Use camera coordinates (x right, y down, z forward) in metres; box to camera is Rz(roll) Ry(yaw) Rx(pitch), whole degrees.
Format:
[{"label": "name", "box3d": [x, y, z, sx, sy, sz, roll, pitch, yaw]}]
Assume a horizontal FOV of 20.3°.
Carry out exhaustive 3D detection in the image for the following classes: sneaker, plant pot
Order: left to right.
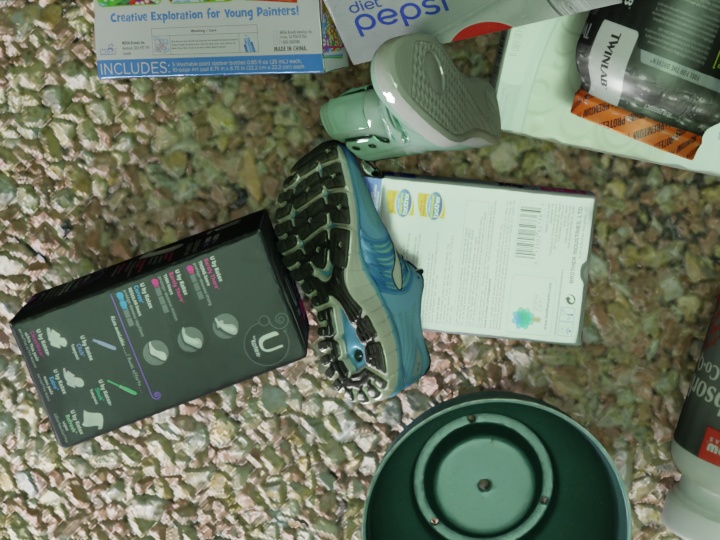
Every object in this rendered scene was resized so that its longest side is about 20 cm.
[{"label": "sneaker", "box3d": [0.000, 0.000, 1.509, 0.078, 0.090, 0.201, -20, 81, 39]}, {"label": "sneaker", "box3d": [0.017, -0.112, 1.424, 0.118, 0.200, 0.074, -9, 80, 19]}, {"label": "plant pot", "box3d": [0.100, 0.179, 1.543, 0.200, 0.134, 0.201, 0, 101, -1]}]

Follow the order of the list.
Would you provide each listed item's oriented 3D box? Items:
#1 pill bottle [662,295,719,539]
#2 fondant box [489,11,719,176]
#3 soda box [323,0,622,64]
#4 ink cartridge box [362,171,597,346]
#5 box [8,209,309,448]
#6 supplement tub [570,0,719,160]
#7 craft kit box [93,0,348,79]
[{"label": "pill bottle", "box3d": [0.305, 0.112, 1.536, 0.116, 0.116, 0.201, 15, 99, -3]}, {"label": "fondant box", "box3d": [0.205, -0.161, 1.523, 0.199, 0.058, 0.145, 11, 99, -4]}, {"label": "soda box", "box3d": [0.078, -0.207, 1.396, 0.199, 0.064, 0.068, -11, 137, 15]}, {"label": "ink cartridge box", "box3d": [0.077, -0.011, 1.557, 0.199, 0.042, 0.120, 5, 101, -3]}, {"label": "box", "box3d": [-0.147, 0.042, 1.522, 0.200, 0.122, 0.106, -21, 99, 3]}, {"label": "supplement tub", "box3d": [0.229, -0.188, 1.429, 0.122, 0.123, 0.200, 21, 97, -4]}, {"label": "craft kit box", "box3d": [-0.110, -0.242, 1.470, 0.199, 0.048, 0.198, 2, 104, 27]}]
